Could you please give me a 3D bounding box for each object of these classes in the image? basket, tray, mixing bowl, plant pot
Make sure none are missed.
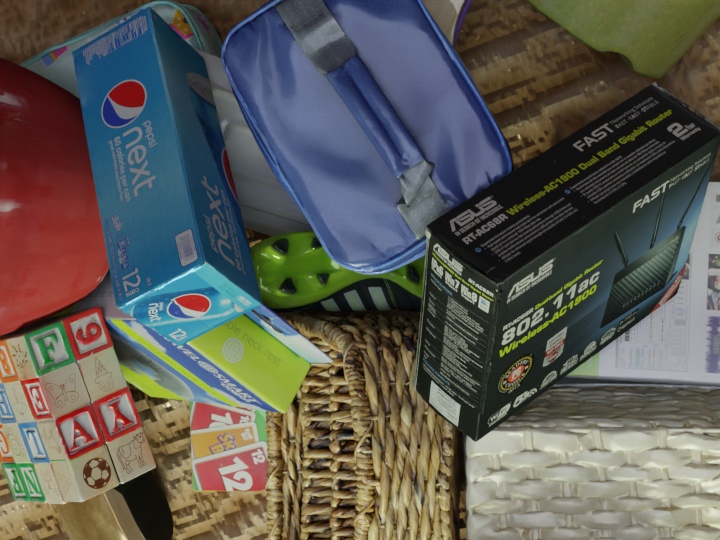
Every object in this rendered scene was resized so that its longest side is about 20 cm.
[{"bbox_3d":[0.169,0.151,0.991,0.200,0.123,0.136,-1,97,8],"label":"basket"},{"bbox_3d":[-0.005,0.133,0.979,0.149,0.143,0.200,2,96,6],"label":"basket"},{"bbox_3d":[-0.050,-0.074,0.996,0.200,0.022,0.108,17,100,-27],"label":"tray"},{"bbox_3d":[-0.221,-0.047,0.933,0.108,0.200,0.200,1,99,-32],"label":"mixing bowl"},{"bbox_3d":[0.195,-0.235,0.921,0.200,0.200,0.184,35,112,3],"label":"plant pot"}]

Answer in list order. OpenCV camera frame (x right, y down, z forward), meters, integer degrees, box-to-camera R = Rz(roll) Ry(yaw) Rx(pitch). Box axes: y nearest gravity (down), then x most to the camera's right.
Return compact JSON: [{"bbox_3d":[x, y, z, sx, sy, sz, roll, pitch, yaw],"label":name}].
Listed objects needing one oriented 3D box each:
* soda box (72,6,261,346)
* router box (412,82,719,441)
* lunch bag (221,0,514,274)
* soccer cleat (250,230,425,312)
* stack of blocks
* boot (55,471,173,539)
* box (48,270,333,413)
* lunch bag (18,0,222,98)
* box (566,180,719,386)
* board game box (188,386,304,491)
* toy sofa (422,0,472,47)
[{"bbox_3d":[-0.121,-0.060,0.874,0.064,0.068,0.200,-26,57,17],"label":"soda box"},{"bbox_3d":[0.126,-0.005,0.875,0.200,0.150,0.062,-33,56,-27],"label":"router box"},{"bbox_3d":[0.009,-0.089,0.887,0.136,0.132,0.200,-33,86,8],"label":"lunch bag"},{"bbox_3d":[0.000,0.000,1.007,0.200,0.081,0.068,-1,80,-29],"label":"soccer cleat"},{"bbox_3d":[-0.231,0.098,0.993,0.200,0.059,0.115,-11,100,53],"label":"stack of blocks"},{"bbox_3d":[-0.218,0.129,1.078,0.075,0.074,0.200,-20,94,23],"label":"boot"},{"bbox_3d":[-0.125,0.046,0.974,0.122,0.200,0.048,40,66,-31],"label":"box"},{"bbox_3d":[-0.179,-0.093,1.037,0.200,0.077,0.161,-24,96,11],"label":"lunch bag"},{"bbox_3d":[0.225,0.008,0.996,0.200,0.036,0.145,3,84,7],"label":"box"},{"bbox_3d":[-0.029,0.119,1.068,0.200,0.030,0.096,-1,96,6],"label":"board game box"},{"bbox_3d":[0.057,-0.235,0.980,0.098,0.083,0.200,26,100,8],"label":"toy sofa"}]
